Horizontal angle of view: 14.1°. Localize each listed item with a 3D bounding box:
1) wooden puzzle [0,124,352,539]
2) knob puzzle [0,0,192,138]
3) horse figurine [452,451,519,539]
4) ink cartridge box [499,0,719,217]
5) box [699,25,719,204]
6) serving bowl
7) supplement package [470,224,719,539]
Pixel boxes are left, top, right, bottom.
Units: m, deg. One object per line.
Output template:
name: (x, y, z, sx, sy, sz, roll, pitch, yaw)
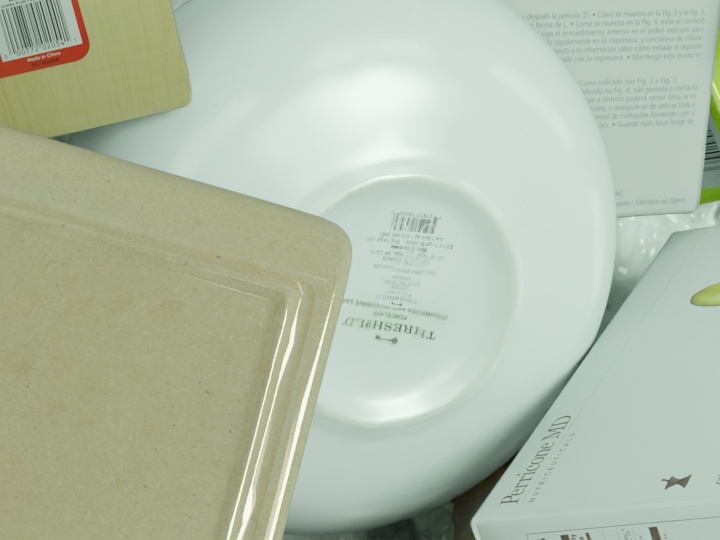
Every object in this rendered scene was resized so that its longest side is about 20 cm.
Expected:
wooden puzzle: (-0.112, 0.052, 0.797, 0.185, 0.037, 0.200, 16, 67, -6)
knob puzzle: (-0.159, -0.124, 0.860, 0.220, 0.030, 0.220, -2, 117, -4)
horse figurine: (0.067, 0.113, 1.004, 0.133, 0.050, 0.200, 47, 41, -17)
ink cartridge box: (0.049, -0.113, 0.992, 0.161, 0.050, 0.200, -4, 108, -24)
box: (0.186, -0.123, 1.118, 0.200, 0.048, 0.122, -31, 101, -28)
serving bowl: (0.000, 0.000, 0.946, 0.200, 0.066, 0.200, -7, 110, -20)
supplement package: (0.143, 0.090, 0.964, 0.200, 0.111, 0.156, -50, 124, -53)
